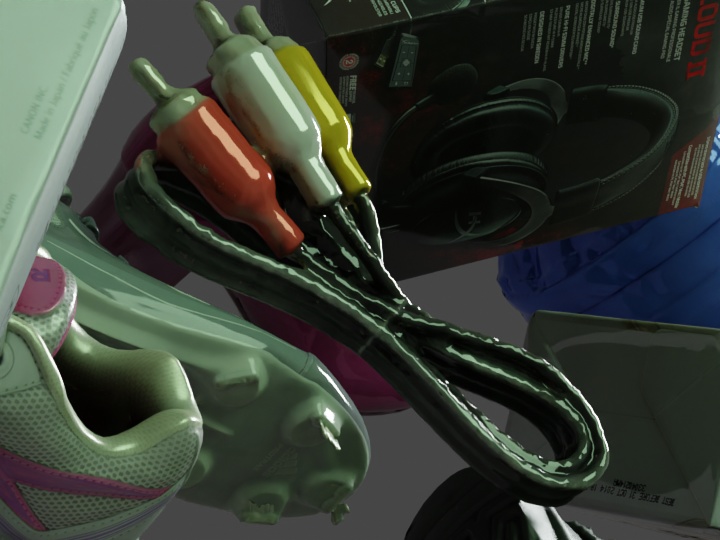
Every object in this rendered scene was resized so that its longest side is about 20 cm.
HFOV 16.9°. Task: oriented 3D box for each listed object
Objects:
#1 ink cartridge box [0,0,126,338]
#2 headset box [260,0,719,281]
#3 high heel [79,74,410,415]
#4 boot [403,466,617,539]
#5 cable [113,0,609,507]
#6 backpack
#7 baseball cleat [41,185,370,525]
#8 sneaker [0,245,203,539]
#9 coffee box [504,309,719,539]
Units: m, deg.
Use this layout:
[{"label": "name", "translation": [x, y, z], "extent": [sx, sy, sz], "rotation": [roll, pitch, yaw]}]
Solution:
[{"label": "ink cartridge box", "translation": [-0.175, -0.032, 0.583], "extent": [0.199, 0.057, 0.163], "rotation": [21, 66, -3]}, {"label": "headset box", "translation": [0.063, -0.083, 0.975], "extent": [0.199, 0.149, 0.077], "rotation": [-13, 50, -16]}, {"label": "high heel", "translation": [-0.013, -0.006, 0.894], "extent": [0.200, 0.096, 0.068], "rotation": [20, 32, -48]}, {"label": "boot", "translation": [0.106, 0.162, 0.790], "extent": [0.158, 0.079, 0.211], "rotation": [27, 33, -34]}, {"label": "cable", "translation": [0.000, 0.000, 0.774], "extent": [0.200, 0.050, 0.097], "rotation": [45, 39, 8]}, {"label": "backpack", "translation": [0.134, -0.038, 1.149], "extent": [0.168, 0.162, 0.200], "rotation": [40, 31, -19]}, {"label": "baseball cleat", "translation": [-0.079, 0.010, 0.779], "extent": [0.200, 0.070, 0.107], "rotation": [31, 26, -35]}, {"label": "sneaker", "translation": [-0.124, 0.018, 0.653], "extent": [0.200, 0.088, 0.081], "rotation": [31, 25, -33]}, {"label": "coffee box", "translation": [0.167, 0.078, 1.014], "extent": [0.114, 0.080, 0.200], "rotation": [7, -8, 45]}]
